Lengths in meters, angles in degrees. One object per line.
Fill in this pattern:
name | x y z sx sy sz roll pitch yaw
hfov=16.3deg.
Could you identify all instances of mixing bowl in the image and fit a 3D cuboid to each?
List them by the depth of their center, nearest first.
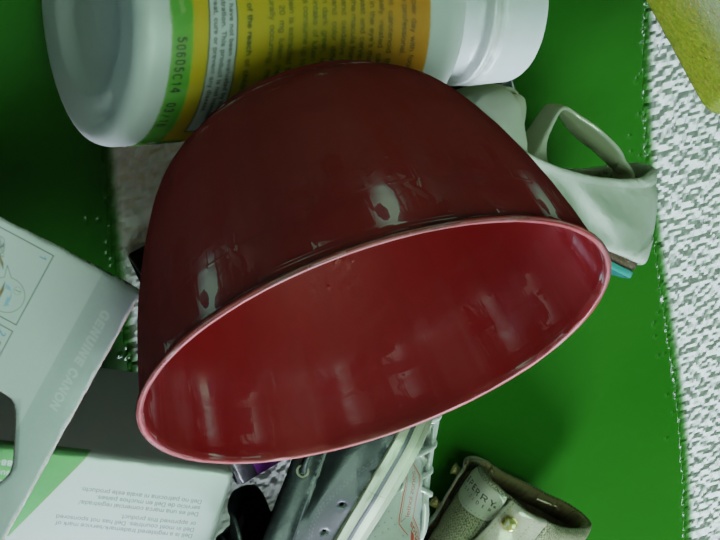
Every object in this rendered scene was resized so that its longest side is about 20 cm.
mixing bowl | -0.009 -0.014 1.015 0.199 0.109 0.200 -17 157 -7

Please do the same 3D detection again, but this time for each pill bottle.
pill bottle | -0.025 -0.115 1.064 0.199 0.111 0.112 -6 124 -28

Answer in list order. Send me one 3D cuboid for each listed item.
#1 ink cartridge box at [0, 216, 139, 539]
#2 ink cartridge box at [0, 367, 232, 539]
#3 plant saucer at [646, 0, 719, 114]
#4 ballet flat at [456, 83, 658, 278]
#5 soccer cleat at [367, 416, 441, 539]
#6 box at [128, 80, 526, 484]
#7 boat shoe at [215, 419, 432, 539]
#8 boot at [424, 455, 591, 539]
ink cartridge box | -0.210 0.042 1.050 0.173 0.044 0.201 28 106 -10
ink cartridge box | -0.155 0.146 1.164 0.144 0.088 0.201 7 116 -18
plant saucer | 0.203 -0.189 1.116 0.199 0.048 0.201 -29 111 9
ballet flat | 0.069 -0.051 1.161 0.199 0.069 0.070 20 109 -44
soccer cleat | 0.010 0.091 1.201 0.068 0.085 0.201 5 120 -34
box | 0.000 0.000 1.212 0.199 0.036 0.144 -29 133 -10
boat shoe | -0.039 0.128 1.147 0.062 0.075 0.201 29 105 -6
boot | 0.022 0.168 1.318 0.199 0.072 0.155 17 112 -44
